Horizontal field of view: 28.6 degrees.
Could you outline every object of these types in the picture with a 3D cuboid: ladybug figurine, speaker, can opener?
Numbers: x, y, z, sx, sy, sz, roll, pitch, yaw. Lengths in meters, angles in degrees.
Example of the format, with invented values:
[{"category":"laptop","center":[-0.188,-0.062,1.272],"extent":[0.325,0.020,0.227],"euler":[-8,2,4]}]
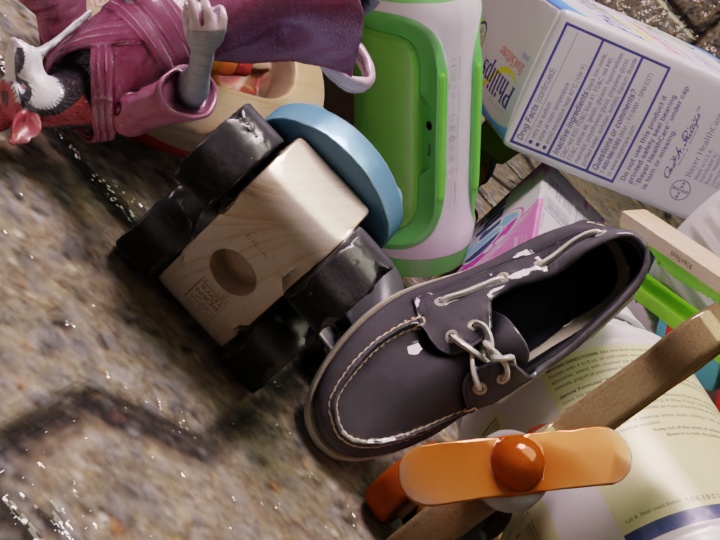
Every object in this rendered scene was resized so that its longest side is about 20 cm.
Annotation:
[{"category":"ladybug figurine","center":[-0.104,-0.120,0.786],"extent":[0.199,0.072,0.137],"euler":[13,57,-49]},{"category":"speaker","center":[0.035,-0.101,0.917],"extent":[0.089,0.088,0.201],"euler":[-94,-177,-64]},{"category":"can opener","center":[0.000,0.000,0.826],"extent":[0.053,0.067,0.200],"euler":[42,18,-20]}]

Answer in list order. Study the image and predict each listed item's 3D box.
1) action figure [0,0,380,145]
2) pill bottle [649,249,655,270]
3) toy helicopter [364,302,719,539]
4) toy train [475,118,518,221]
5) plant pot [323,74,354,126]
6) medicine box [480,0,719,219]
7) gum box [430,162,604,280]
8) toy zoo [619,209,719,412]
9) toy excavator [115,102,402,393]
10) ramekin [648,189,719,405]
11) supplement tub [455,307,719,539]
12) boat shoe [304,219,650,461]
[{"category":"action figure","center":[-0.098,-0.118,0.680],"extent":[0.134,0.200,0.149],"euler":[45,-17,22]},{"category":"pill bottle","center":[0.231,0.043,1.056],"extent":[0.111,0.200,0.111],"euler":[52,6,-7]},{"category":"toy helicopter","center":[0.087,0.078,0.643],"extent":[0.079,0.200,0.132],"euler":[53,0,17]},{"category":"toy train","center":[0.078,-0.073,1.097],"extent":[0.085,0.116,0.200],"euler":[46,17,-4]},{"category":"plant pot","center":[-0.005,-0.161,1.019],"extent":[0.175,0.199,0.200],"euler":[63,13,-16]},{"category":"medicine box","center":[0.188,-0.130,1.045],"extent":[0.199,0.103,0.182],"euler":[20,17,-16]},{"category":"gum box","center":[0.103,0.006,0.964],"extent":[0.066,0.113,0.200],"euler":[45,22,-8]},{"category":"toy zoo","center":[0.185,0.080,0.865],"extent":[0.020,0.201,0.131],"euler":[-4,25,-24]},{"category":"toy excavator","center":[-0.032,-0.030,0.729],"extent":[0.100,0.194,0.200],"euler":[47,45,-3]},{"category":"ramekin","center":[0.276,0.012,0.902],"extent":[0.200,0.200,0.105],"euler":[23,30,-55]},{"category":"supplement tub","center":[0.138,0.122,0.768],"extent":[0.145,0.145,0.201],"euler":[34,22,-40]},{"category":"boat shoe","center":[0.062,0.030,0.711],"extent":[0.073,0.199,0.063],"euler":[62,-20,-2]}]
